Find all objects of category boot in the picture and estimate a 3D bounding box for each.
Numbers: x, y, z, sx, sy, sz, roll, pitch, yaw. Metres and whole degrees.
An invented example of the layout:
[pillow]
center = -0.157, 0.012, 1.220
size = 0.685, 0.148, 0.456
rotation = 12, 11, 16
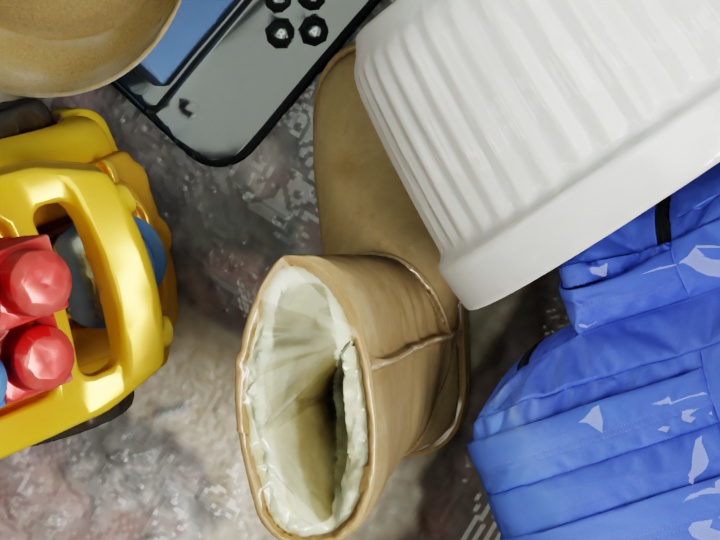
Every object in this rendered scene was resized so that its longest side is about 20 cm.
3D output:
[boot]
center = 0.000, 0.000, 1.016
size = 0.066, 0.200, 0.176
rotation = -9, 91, 13

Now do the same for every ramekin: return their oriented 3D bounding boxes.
[ramekin]
center = 0.091, -0.084, 0.979
size = 0.200, 0.200, 0.105
rotation = -34, 92, 11

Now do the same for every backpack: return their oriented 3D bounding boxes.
[backpack]
center = 0.141, 0.049, 1.017
size = 0.199, 0.162, 0.169
rotation = -27, 82, 24

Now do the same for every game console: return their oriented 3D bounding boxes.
[game console]
center = -0.082, -0.162, 1.066
size = 0.200, 0.118, 0.171
rotation = 42, 100, 7

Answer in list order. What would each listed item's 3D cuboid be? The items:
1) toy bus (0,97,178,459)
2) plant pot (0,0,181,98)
[toy bus]
center = -0.137, 0.011, 1.018
size = 0.199, 0.192, 0.137
rotation = -21, 98, -31
[plant pot]
center = -0.141, -0.165, 1.075
size = 0.199, 0.027, 0.201
rotation = 16, 123, 25
